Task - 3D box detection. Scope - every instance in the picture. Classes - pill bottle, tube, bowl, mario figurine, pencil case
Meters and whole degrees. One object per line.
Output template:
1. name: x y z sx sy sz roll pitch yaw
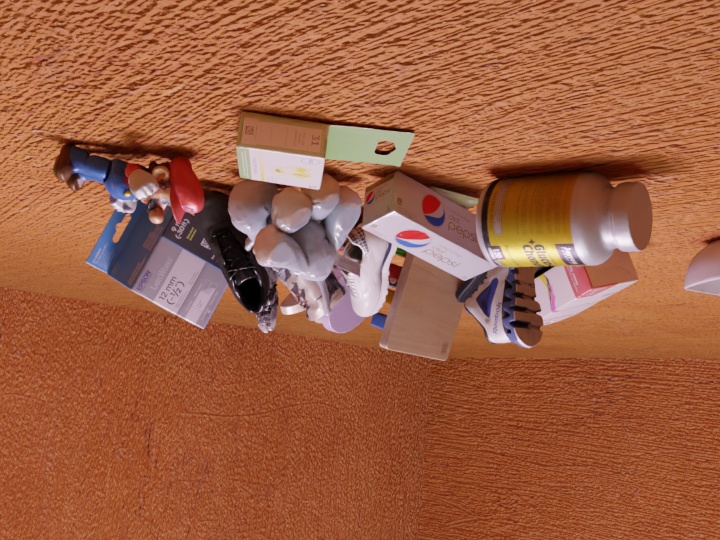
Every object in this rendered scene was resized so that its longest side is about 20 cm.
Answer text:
1. pill bottle: 0.249 -0.062 1.263 0.198 0.114 0.111 -1 169 37
2. tube: 0.095 -0.080 1.465 0.058 0.052 0.200 -31 179 -25
3. bowl: 0.605 -0.006 1.529 0.196 0.076 0.200 7 172 -13
4. mario figurine: -0.302 -0.102 1.350 0.197 0.108 0.124 12 -153 8
5. pencil case: -0.106 -0.009 1.623 0.089 0.078 0.201 -18 118 46

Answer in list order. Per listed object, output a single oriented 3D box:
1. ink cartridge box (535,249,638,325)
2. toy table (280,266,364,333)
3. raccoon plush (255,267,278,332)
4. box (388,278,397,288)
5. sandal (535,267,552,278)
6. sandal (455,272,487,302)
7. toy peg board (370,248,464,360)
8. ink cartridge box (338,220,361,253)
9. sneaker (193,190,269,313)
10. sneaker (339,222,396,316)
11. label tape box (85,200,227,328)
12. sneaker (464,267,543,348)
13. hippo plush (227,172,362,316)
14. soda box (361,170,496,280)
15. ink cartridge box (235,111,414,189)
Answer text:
1. ink cartridge box: 0.340 0.031 1.680 0.115 0.068 0.200 -9 162 -35
2. toy table: -0.048 0.024 1.847 0.116 0.187 0.200 11 -151 30
3. raccoon plush: -0.214 0.007 1.776 0.132 0.203 0.097 11 -164 17
4. box: -0.045 0.001 2.069 0.197 0.045 0.160 0 170 31
5. sandal: 0.306 -0.030 1.661 0.074 0.049 0.201 -7 159 -12
6. sandal: 0.208 -0.010 1.722 0.074 0.046 0.200 -7 154 -26
7. toy peg board: 0.092 0.036 1.769 0.097 0.202 0.199 18 -179 37
8. ink cartridge box: -0.086 -0.056 1.714 0.196 0.051 0.162 0 170 15
9. sneaker: -0.183 -0.026 1.520 0.075 0.202 0.091 -27 -157 0
10. sneaker: 0.000 0.000 1.639 0.080 0.202 0.076 -24 -129 -30
11. label tape box: -0.291 -0.022 1.558 0.199 0.145 0.066 31 177 -31
12. sneaker: 0.206 0.021 1.528 0.080 0.203 0.114 18 158 -39
13. hippo plush: -0.093 -0.075 1.433 0.160 0.160 0.200 38 179 41
14. soda box: 0.097 -0.058 1.387 0.198 0.065 0.068 25 147 -34
15. ink cartridge box: -0.044 -0.134 1.206 0.196 0.049 0.146 9 170 -4
